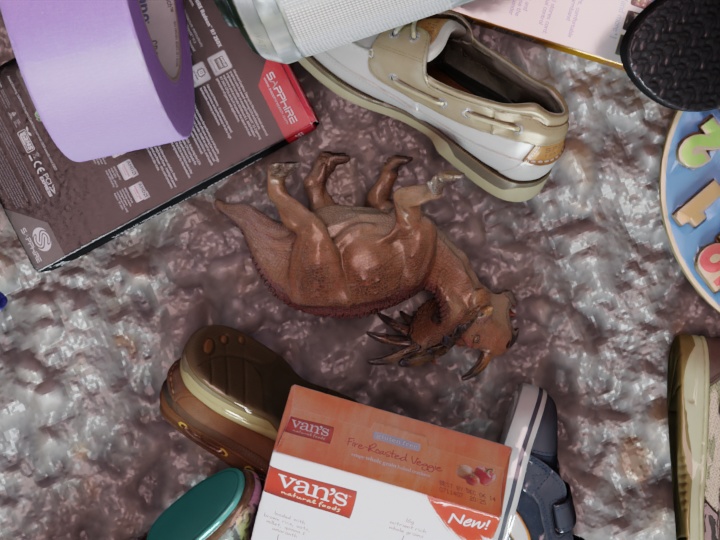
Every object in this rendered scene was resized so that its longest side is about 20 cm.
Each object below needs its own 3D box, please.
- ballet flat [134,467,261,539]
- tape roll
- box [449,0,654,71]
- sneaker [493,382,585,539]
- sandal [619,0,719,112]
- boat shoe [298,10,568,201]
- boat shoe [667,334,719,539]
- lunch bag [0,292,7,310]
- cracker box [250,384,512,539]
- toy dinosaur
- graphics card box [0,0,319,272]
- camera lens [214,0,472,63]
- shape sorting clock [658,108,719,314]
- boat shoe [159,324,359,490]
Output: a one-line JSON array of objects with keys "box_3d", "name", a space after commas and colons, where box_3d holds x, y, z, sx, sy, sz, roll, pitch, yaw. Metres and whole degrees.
[{"box_3d": [-0.123, 0.193, 1.037, 0.199, 0.069, 0.071, -35, 114, 20], "name": "ballet flat"}, {"box_3d": [-0.146, -0.164, 0.907, 0.065, 0.200, 0.202, -11, 93, 3], "name": "tape roll"}, {"box_3d": [0.135, -0.196, 1.029, 0.198, 0.041, 0.120, 18, 94, -2], "name": "box"}, {"box_3d": [0.109, 0.171, 1.032, 0.079, 0.078, 0.202, 13, 105, 5], "name": "sneaker"}, {"box_3d": [0.226, -0.152, 0.999, 0.199, 0.045, 0.076, -30, 113, -28], "name": "sandal"}, {"box_3d": [0.039, -0.126, 1.000, 0.199, 0.075, 0.069, 33, 138, 6], "name": "boat shoe"}, {"box_3d": [0.227, 0.140, 1.030, 0.065, 0.072, 0.203, -3, 89, 6], "name": "boat shoe"}, {"box_3d": [-0.349, 0.020, 1.014, 0.200, 0.127, 0.170, 41, 96, 11], "name": "lunch bag"}, {"box_3d": [0.001, 0.169, 0.989, 0.133, 0.058, 0.201, 15, 132, 1], "name": "cracker box"}, {"box_3d": [0.000, 0.000, 1.024, 0.198, 0.086, 0.137, 4, 100, 7], "name": "toy dinosaur"}, {"box_3d": [-0.140, -0.098, 1.033, 0.199, 0.051, 0.126, -29, 92, 2], "name": "graphics card box"}, {"box_3d": [0.005, -0.215, 0.917, 0.198, 0.160, 0.162, -18, 93, 6], "name": "camera lens"}, {"box_3d": [0.284, -0.053, 1.033, 0.197, 0.039, 0.203, 0, 94, 1], "name": "shape sorting clock"}, {"box_3d": [-0.037, 0.114, 1.042, 0.199, 0.072, 0.068, 35, 127, -9], "name": "boat shoe"}]
